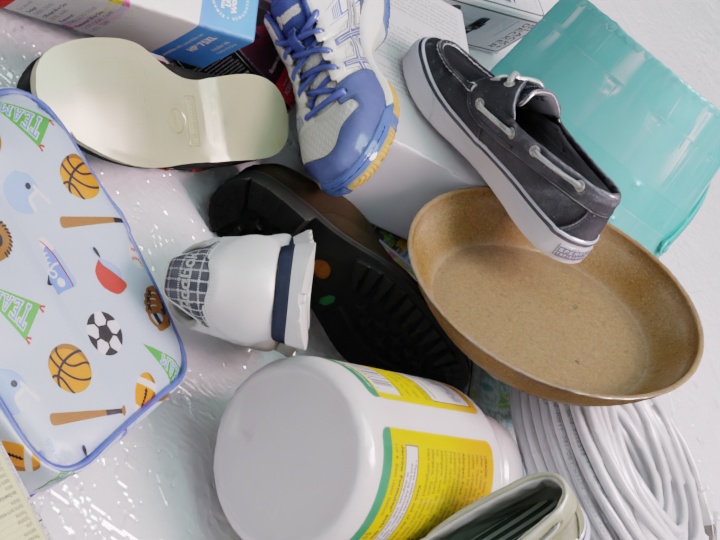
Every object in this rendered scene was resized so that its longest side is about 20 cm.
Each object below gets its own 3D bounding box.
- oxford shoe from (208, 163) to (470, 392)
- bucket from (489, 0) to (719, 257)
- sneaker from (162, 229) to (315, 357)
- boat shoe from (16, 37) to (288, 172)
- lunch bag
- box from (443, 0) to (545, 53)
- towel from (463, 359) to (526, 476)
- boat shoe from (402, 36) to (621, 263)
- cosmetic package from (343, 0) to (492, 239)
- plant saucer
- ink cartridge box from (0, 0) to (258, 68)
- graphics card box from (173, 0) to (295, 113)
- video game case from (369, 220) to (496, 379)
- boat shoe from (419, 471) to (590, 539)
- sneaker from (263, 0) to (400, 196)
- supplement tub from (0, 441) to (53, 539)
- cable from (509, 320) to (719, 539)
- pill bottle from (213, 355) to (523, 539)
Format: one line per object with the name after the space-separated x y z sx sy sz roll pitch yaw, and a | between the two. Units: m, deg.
0.000 0.000 1.093 0.200 0.073 0.084 45 30 -1 | oxford shoe
0.188 -0.110 1.317 0.207 0.135 0.207 39 11 -9 | bucket
-0.068 0.009 0.973 0.200 0.080 0.077 119 -26 -83 | sneaker
-0.131 -0.094 1.027 0.201 0.063 0.074 2 85 -52 | boat shoe
-0.186 0.010 0.866 0.201 0.075 0.160 58 36 -6 | lunch bag
0.062 -0.252 1.389 0.199 0.060 0.118 1 65 -52 | box
0.123 0.124 1.210 0.200 0.048 0.172 42 39 -26 | towel
0.100 -0.097 1.111 0.071 0.068 0.201 2 43 -41 | boat shoe
0.024 -0.120 1.195 0.101 0.071 0.201 24 38 -26 | cosmetic package
0.118 0.022 1.069 0.198 0.036 0.201 15 36 -11 | plant saucer
-0.157 -0.207 1.007 0.199 0.067 0.117 13 75 -33 | ink cartridge box
-0.108 -0.200 1.138 0.200 0.051 0.126 46 37 -19 | graphics card box
0.064 -0.032 1.221 0.182 0.024 0.200 39 36 0 | video game case
0.038 0.176 0.951 0.072 0.199 0.062 47 -15 42 | boat shoe
-0.029 -0.135 1.094 0.088 0.075 0.201 37 33 -36 | sneaker
-0.189 0.147 0.696 0.145 0.144 0.201 -27 88 -56 | supplement tub
0.168 0.128 1.137 0.200 0.069 0.202 5 63 -66 | cable
0.014 0.116 1.008 0.199 0.112 0.114 15 54 -55 | pill bottle
